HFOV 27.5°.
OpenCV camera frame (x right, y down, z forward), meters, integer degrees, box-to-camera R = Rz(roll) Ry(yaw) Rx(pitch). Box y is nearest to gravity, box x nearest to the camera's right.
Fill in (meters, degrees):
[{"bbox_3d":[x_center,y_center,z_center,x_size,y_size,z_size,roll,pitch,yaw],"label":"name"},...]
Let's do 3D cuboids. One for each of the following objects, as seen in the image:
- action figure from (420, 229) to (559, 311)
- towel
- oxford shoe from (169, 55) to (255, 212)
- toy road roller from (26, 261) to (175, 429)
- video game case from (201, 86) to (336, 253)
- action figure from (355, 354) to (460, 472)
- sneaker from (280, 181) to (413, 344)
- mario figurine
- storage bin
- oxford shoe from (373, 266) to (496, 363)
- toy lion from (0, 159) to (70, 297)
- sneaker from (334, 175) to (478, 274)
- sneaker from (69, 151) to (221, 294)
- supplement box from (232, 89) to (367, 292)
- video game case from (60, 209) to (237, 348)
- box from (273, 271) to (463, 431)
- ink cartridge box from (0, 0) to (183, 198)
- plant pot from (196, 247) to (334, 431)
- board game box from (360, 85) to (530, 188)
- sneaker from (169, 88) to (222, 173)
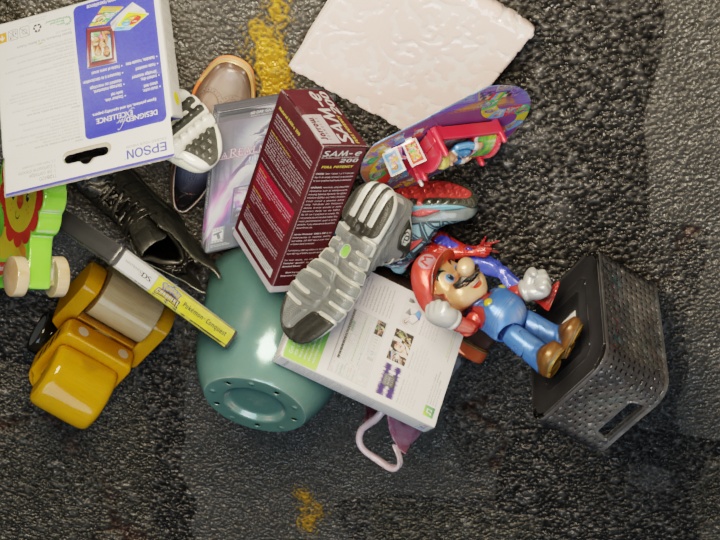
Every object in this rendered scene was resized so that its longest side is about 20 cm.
[{"bbox_3d":[0.137,-0.014,1.730,0.200,0.065,0.052,22,101,6],"label":"action figure"},{"bbox_3d":[0.052,-0.242,1.569,0.200,0.032,0.191,27,128,-17],"label":"towel"},{"bbox_3d":[-0.165,-0.148,1.642,0.071,0.073,0.200,17,130,-8],"label":"oxford shoe"},{"bbox_3d":[-0.332,0.102,1.825,0.123,0.146,0.200,32,126,-21],"label":"toy road roller"},{"bbox_3d":[-0.105,-0.112,1.660,0.143,0.019,0.200,-13,137,-24],"label":"video game case"},{"bbox_3d":[0.037,0.132,1.805,0.134,0.149,0.200,28,155,8],"label":"action figure"},{"bbox_3d":[0.000,0.000,1.619,0.200,0.075,0.115,-56,154,13],"label":"sneaker"},{"bbox_3d":[0.147,0.032,1.641,0.200,0.123,0.106,29,98,15],"label":"mario figurine"},{"bbox_3d":[0.275,0.092,1.723,0.094,0.200,0.135,27,128,-19],"label":"storage bin"},{"bbox_3d":[0.088,0.033,1.792,0.200,0.071,0.073,32,103,-23],"label":"oxford shoe"},{"bbox_3d":[-0.388,-0.066,1.690,0.069,0.192,0.200,2,178,-34],"label":"toy lion"},{"bbox_3d":[0.050,-0.047,1.699,0.200,0.079,0.096,-10,113,26],"label":"sneaker"},{"bbox_3d":[-0.250,-0.055,1.704,0.200,0.104,0.060,38,103,-28],"label":"sneaker"},{"bbox_3d":[-0.069,-0.086,1.612,0.061,0.109,0.200,-4,132,-33],"label":"supplement box"},{"bbox_3d":[-0.249,0.005,1.676,0.181,0.200,0.026,39,83,-34],"label":"video game case"},{"bbox_3d":[0.014,0.079,1.684,0.200,0.145,0.036,27,155,-14],"label":"box"},{"bbox_3d":[-0.286,-0.185,1.551,0.197,0.200,0.047,-12,166,14],"label":"ink cartridge box"},{"bbox_3d":[-0.105,0.093,1.751,0.200,0.161,0.201,11,147,8],"label":"plant pot"},{"bbox_3d":[0.100,-0.126,1.587,0.200,0.039,0.158,-26,161,8],"label":"board game box"},{"bbox_3d":[-0.225,-0.162,1.600,0.200,0.075,0.081,38,147,24],"label":"sneaker"}]
